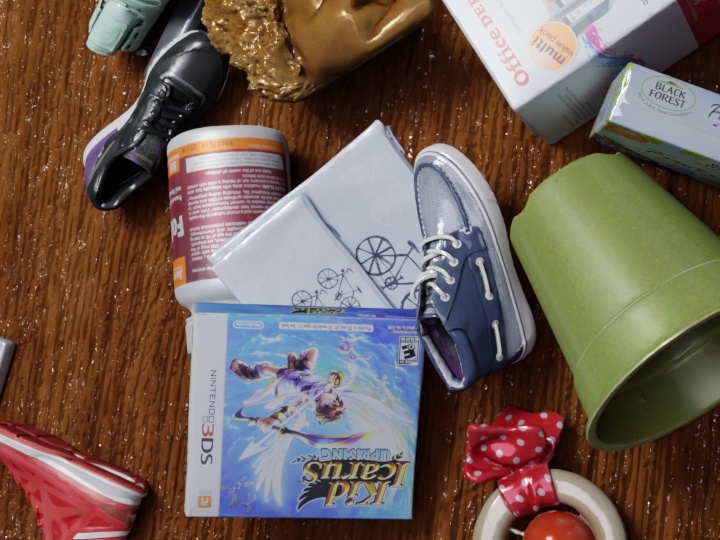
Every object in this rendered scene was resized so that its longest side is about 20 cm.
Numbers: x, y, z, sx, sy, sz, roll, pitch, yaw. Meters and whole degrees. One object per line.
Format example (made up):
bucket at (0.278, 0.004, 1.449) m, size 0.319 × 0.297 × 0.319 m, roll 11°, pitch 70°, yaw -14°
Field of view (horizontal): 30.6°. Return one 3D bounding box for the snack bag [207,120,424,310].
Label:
snack bag at (0.000, 0.000, 1.153) m, size 0.200 × 0.021 × 0.189 m, roll -39°, pitch 102°, yaw -2°

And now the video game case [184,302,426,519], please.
video game case at (-0.049, 0.123, 1.136) m, size 0.200 × 0.045 × 0.182 m, roll 2°, pitch 102°, yaw -8°

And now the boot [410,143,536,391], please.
boot at (0.077, -0.003, 1.102) m, size 0.073 × 0.090 × 0.200 m, roll -20°, pitch 96°, yaw 50°

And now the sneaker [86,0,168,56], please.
sneaker at (-0.217, -0.250, 1.245) m, size 0.074 × 0.200 × 0.118 m, roll 31°, pitch 99°, yaw -6°

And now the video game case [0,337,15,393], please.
video game case at (-0.464, 0.145, 1.368) m, size 0.182 × 0.022 × 0.200 m, roll 16°, pitch 89°, yaw 21°

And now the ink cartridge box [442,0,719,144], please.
ink cartridge box at (0.189, -0.228, 1.108) m, size 0.200 × 0.145 × 0.145 m, roll -35°, pitch 74°, yaw 14°

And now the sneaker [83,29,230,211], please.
sneaker at (-0.189, -0.134, 1.250) m, size 0.200 × 0.076 × 0.088 m, roll -48°, pitch 28°, yaw 22°

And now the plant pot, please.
plant pot at (0.220, 0.010, 1.061) m, size 0.200 × 0.200 × 0.190 m, roll -38°, pitch 60°, yaw 12°

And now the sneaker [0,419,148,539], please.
sneaker at (-0.312, 0.223, 1.274) m, size 0.200 × 0.078 × 0.116 m, roll 20°, pitch 89°, yaw 22°

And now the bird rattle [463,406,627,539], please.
bird rattle at (0.146, 0.221, 1.114) m, size 0.163 × 0.113 × 0.200 m, roll 21°, pitch 78°, yaw 10°

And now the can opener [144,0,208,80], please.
can opener at (-0.143, -0.262, 1.284) m, size 0.066 × 0.053 × 0.200 m, roll 34°, pitch 96°, yaw 21°

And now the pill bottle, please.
pill bottle at (-0.117, -0.024, 1.212) m, size 0.114 × 0.114 × 0.200 m, roll -7°, pitch 80°, yaw 19°

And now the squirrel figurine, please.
squirrel figurine at (-0.057, -0.258, 1.168) m, size 0.200 × 0.142 × 0.187 m, roll -32°, pitch 96°, yaw 8°

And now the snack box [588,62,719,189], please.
snack box at (0.287, -0.096, 1.029) m, size 0.200 × 0.142 × 0.053 m, roll 21°, pitch 90°, yaw 4°
